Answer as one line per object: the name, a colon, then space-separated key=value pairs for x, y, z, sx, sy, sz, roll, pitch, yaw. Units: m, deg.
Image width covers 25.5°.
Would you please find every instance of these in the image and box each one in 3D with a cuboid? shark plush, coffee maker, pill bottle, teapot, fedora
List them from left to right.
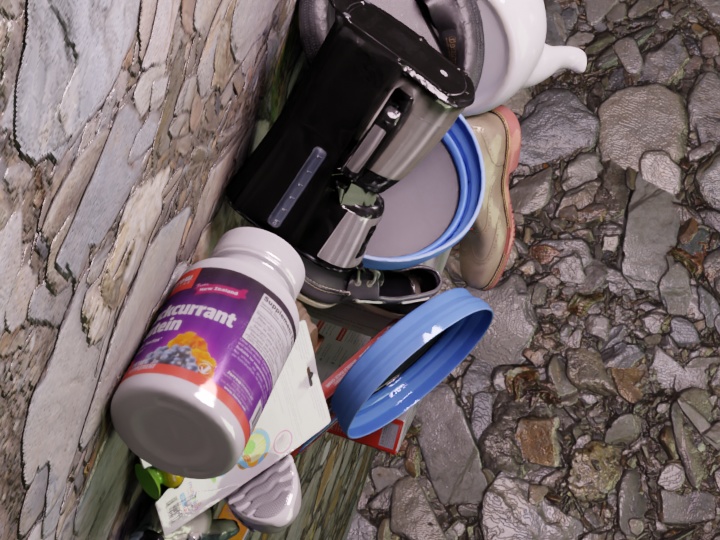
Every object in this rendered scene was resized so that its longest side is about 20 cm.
shark plush: x=-0.179 y=0.252 z=1.456 sx=0.083 sy=0.091 sz=0.200 roll=-42 pitch=-175 yaw=12
pill bottle: x=-0.115 y=0.061 z=1.297 sx=0.112 sy=0.111 sz=0.200 roll=99 pitch=11 yaw=-47
coffee maker: x=-0.027 y=-0.129 z=1.384 sx=0.200 sy=0.192 sz=0.134 roll=-53 pitch=157 yaw=22
fedora: x=0.018 y=-0.219 z=1.497 sx=0.092 sy=0.200 sz=0.202 roll=-3 pitch=-113 yaw=69
teapot: x=0.104 y=-0.264 z=1.597 sx=0.146 sy=0.197 sz=0.201 roll=-52 pitch=134 yaw=-45

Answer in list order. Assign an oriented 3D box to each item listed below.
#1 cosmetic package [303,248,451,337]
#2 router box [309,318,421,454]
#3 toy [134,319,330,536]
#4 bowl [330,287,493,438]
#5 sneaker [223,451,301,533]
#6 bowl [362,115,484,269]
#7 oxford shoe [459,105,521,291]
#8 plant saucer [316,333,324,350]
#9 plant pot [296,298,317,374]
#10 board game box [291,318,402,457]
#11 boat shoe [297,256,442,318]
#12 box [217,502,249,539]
cosmetic package: x=0.013 y=-0.051 z=1.743 sx=0.200 sy=0.167 sz=0.167 roll=97 pitch=14 yaw=-57
router box: x=-0.012 y=0.125 z=1.914 sx=0.200 sy=0.179 sz=0.049 roll=-57 pitch=162 yaw=-61
toy: x=-0.122 y=0.135 z=1.427 sx=0.200 sy=0.047 sz=0.116 roll=-35 pitch=126 yaw=-34
bowl: x=0.052 y=0.094 z=1.655 sx=0.200 sy=0.039 sz=0.201 roll=-37 pitch=163 yaw=-13
sneaker: x=-0.089 y=0.214 z=1.513 sx=0.075 sy=0.082 sz=0.200 roll=-32 pitch=-165 yaw=-9
bowl: x=0.020 y=-0.094 z=1.537 sx=0.039 sy=0.200 sz=0.201 roll=119 pitch=-7 yaw=-64
oxford shoe: x=0.114 y=-0.070 z=1.645 sx=0.075 sy=0.070 sz=0.201 roll=-15 pitch=116 yaw=-37
plant saucer: x=-0.104 y=0.148 z=1.702 sx=0.201 sy=0.032 sz=0.200 roll=-58 pitch=180 yaw=-1
plant pot: x=-0.100 y=0.087 z=1.540 sx=0.201 sy=0.092 sz=0.202 roll=18 pitch=90 yaw=-83
board game box: x=-0.010 y=0.121 z=1.688 sx=0.200 sy=0.019 sz=0.103 roll=-42 pitch=161 yaw=-1
boat shoe: x=0.000 y=0.000 z=1.563 sx=0.199 sy=0.063 sz=0.073 roll=15 pitch=60 yaw=-43
box: x=-0.137 y=0.276 z=1.749 sx=0.119 sy=0.041 sz=0.201 roll=-58 pitch=172 yaw=-74
